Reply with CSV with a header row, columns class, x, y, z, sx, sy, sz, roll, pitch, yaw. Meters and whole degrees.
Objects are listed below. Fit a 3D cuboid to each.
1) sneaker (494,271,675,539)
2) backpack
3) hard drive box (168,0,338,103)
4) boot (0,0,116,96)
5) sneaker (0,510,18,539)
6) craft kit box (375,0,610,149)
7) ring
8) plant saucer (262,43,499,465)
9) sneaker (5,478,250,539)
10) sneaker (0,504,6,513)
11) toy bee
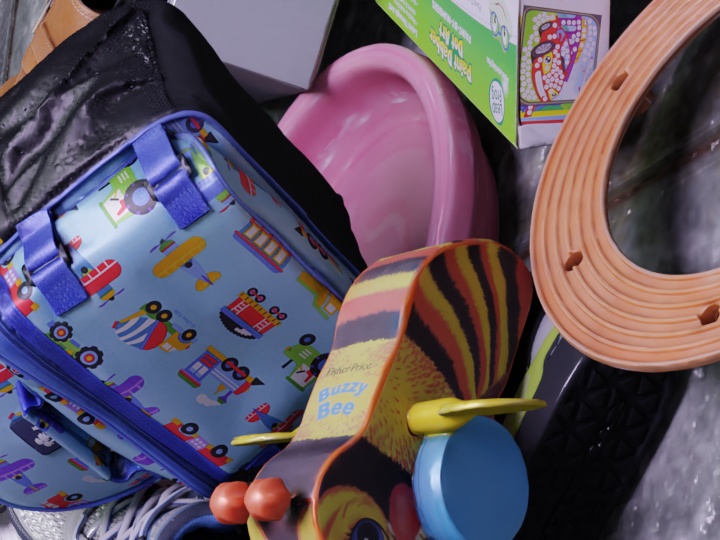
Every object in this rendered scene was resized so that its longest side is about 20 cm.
class,x,y,z,sx,sy,sz,roll,pitch,yaw
sneaker,0.048,0.085,0.763,0.201,0.071,0.083,-56,36,7
backpack,-0.107,0.016,0.799,0.199,0.183,0.135,-33,43,9
hard drive box,-0.054,-0.171,1.015,0.200,0.076,0.157,-173,100,-77
boot,-0.146,-0.098,1.017,0.201,0.073,0.156,-109,36,-57
sneaker,-0.186,0.124,1.025,0.075,0.088,0.202,140,135,-72
craft kit box,0.048,-0.178,0.826,0.200,0.048,0.199,-124,31,-60
ring,0.138,-0.050,0.687,0.200,0.019,0.202,-35,34,28
plant saucer,0.000,0.000,0.908,0.200,0.050,0.202,-38,44,47
sneaker,-0.073,0.117,0.848,0.199,0.085,0.077,23,66,25
sneaker,-0.175,0.064,0.987,0.199,0.074,0.080,-25,33,12
toy bee,0.006,0.069,0.673,0.130,0.108,0.201,-32,45,30
